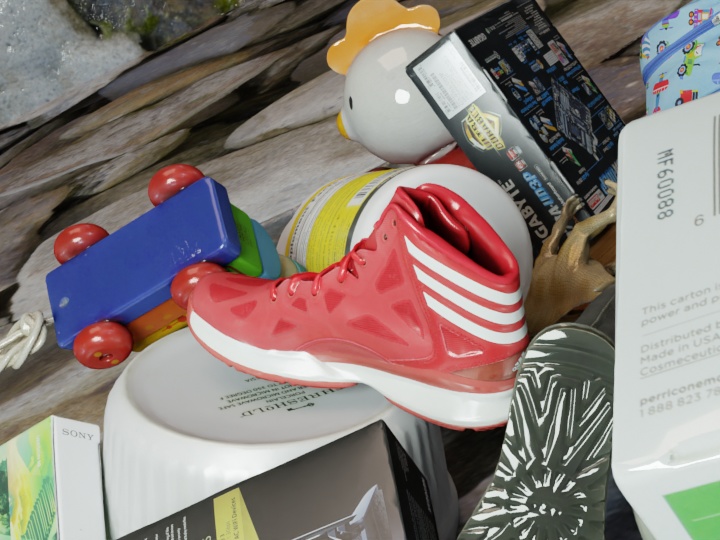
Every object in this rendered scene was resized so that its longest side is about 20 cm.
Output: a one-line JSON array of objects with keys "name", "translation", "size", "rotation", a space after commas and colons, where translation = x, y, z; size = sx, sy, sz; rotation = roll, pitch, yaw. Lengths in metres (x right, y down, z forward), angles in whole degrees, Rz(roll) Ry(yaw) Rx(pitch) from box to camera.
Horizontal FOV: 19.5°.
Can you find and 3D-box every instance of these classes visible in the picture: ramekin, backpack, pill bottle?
[{"name": "ramekin", "translation": [-0.047, 0.096, 1.109], "size": [0.201, 0.095, 0.203], "rotation": [-2, 24, 1]}, {"name": "backpack", "translation": [0.274, -0.151, 1.372], "size": [0.199, 0.135, 0.182], "rotation": [-26, -15, 32]}, {"name": "pill bottle", "translation": [0.016, -0.005, 1.261], "size": [0.111, 0.112, 0.200], "rotation": [-31, 10, -17]}]

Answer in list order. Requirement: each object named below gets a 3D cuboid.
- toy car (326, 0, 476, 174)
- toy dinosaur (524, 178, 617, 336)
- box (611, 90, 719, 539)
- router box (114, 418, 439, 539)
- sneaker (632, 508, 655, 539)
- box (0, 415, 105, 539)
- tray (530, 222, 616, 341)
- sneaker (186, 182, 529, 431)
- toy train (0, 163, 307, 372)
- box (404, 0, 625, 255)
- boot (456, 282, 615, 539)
[{"name": "toy car", "translation": [0.028, -0.090, 1.457], "size": [0.176, 0.201, 0.184], "rotation": [-23, 8, 12]}, {"name": "toy dinosaur", "translation": [0.130, 0.002, 1.229], "size": [0.101, 0.058, 0.200], "rotation": [-48, 16, -16]}, {"name": "box", "translation": [0.218, 0.032, 0.800], "size": [0.198, 0.172, 0.201], "rotation": [-19, 40, 25]}, {"name": "router box", "translation": [-0.035, 0.179, 0.903], "size": [0.156, 0.052, 0.201], "rotation": [-24, 41, 13]}, {"name": "sneaker", "translation": [0.202, 0.066, 1.012], "size": [0.106, 0.075, 0.200], "rotation": [-11, 27, 24]}, {"name": "box", "translation": [-0.206, 0.180, 1.108], "size": [0.199, 0.036, 0.145], "rotation": [-30, 56, 35]}, {"name": "tray", "translation": [0.188, -0.009, 1.300], "size": [0.098, 0.037, 0.200], "rotation": [-10, 23, 46]}, {"name": "sneaker", "translation": [0.000, 0.000, 1.061], "size": [0.199, 0.116, 0.078], "rotation": [13, 27, 24]}, {"name": "toy train", "translation": [-0.132, 0.030, 1.213], "size": [0.199, 0.116, 0.085], "rotation": [-30, 55, 20]}, {"name": "box", "translation": [0.119, -0.100, 1.396], "size": [0.046, 0.159, 0.200], "rotation": [-36, 1, 23]}, {"name": "boot", "translation": [0.101, 0.095, 1.020], "size": [0.072, 0.183, 0.200], "rotation": [20, 6, 6]}]
